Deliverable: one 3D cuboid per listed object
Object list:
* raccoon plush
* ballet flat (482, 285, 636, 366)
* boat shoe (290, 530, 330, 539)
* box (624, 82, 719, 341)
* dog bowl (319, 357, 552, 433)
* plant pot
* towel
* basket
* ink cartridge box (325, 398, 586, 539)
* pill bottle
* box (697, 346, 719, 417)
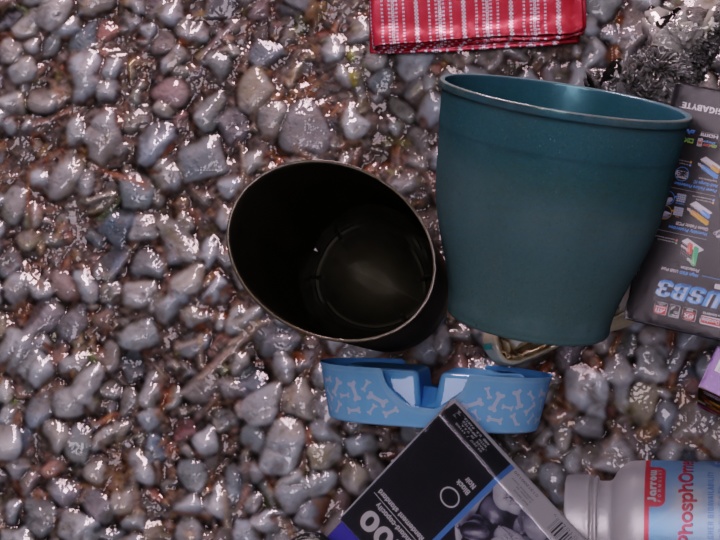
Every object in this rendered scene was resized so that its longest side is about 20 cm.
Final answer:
[{"bbox_3d":[0.283,-0.132,1.501,0.133,0.097,0.201,-26,94,-4],"label":"raccoon plush"},{"bbox_3d":[0.195,0.025,1.488,0.199,0.069,0.070,-29,76,5],"label":"ballet flat"},{"bbox_3d":[-0.021,0.320,1.481,0.075,0.060,0.201,-8,93,7],"label":"boat shoe"},{"bbox_3d":[0.330,-0.036,1.400,0.199,0.050,0.200,12,94,20],"label":"box"},{"bbox_3d":[0.063,0.106,1.480,0.199,0.111,0.050,3,91,11],"label":"dog bowl"},{"bbox_3d":[0.148,-0.046,1.381,0.199,0.200,0.189,11,102,13],"label":"plant pot"},{"bbox_3d":[0.104,-0.271,1.580,0.199,0.022,0.146,-2,79,11],"label":"towel"},{"bbox_3d":[0.000,0.000,1.457,0.180,0.200,0.137,25,87,17],"label":"basket"},{"bbox_3d":[0.080,0.242,1.431,0.198,0.043,0.200,46,123,11],"label":"ink cartridge box"},{"bbox_3d":[0.268,0.209,1.419,0.199,0.109,0.109,0,80,11],"label":"pill bottle"},{"bbox_3d":[0.368,0.129,1.399,0.199,0.137,0.039,26,85,15],"label":"box"}]
